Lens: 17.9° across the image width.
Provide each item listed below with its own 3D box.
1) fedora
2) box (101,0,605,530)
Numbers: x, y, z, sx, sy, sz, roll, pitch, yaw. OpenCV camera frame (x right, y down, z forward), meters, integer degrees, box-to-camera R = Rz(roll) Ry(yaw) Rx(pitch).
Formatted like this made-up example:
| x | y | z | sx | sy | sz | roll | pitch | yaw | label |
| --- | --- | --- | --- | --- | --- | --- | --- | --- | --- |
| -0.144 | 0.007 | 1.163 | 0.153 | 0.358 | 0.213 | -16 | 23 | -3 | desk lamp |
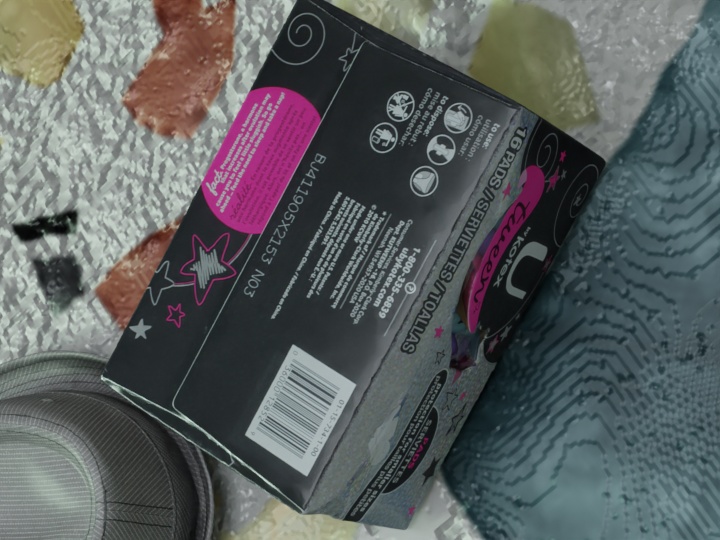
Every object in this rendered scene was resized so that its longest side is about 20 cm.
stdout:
| x | y | z | sx | sy | sz | roll | pitch | yaw | label |
| --- | --- | --- | --- | --- | --- | --- | --- | --- | --- |
| -0.172 | 0.122 | 1.117 | 0.199 | 0.090 | 0.178 | 3 | 80 | 27 | fedora |
| 0.000 | 0.000 | 1.043 | 0.132 | 0.115 | 0.201 | 30 | 95 | 27 | box |
